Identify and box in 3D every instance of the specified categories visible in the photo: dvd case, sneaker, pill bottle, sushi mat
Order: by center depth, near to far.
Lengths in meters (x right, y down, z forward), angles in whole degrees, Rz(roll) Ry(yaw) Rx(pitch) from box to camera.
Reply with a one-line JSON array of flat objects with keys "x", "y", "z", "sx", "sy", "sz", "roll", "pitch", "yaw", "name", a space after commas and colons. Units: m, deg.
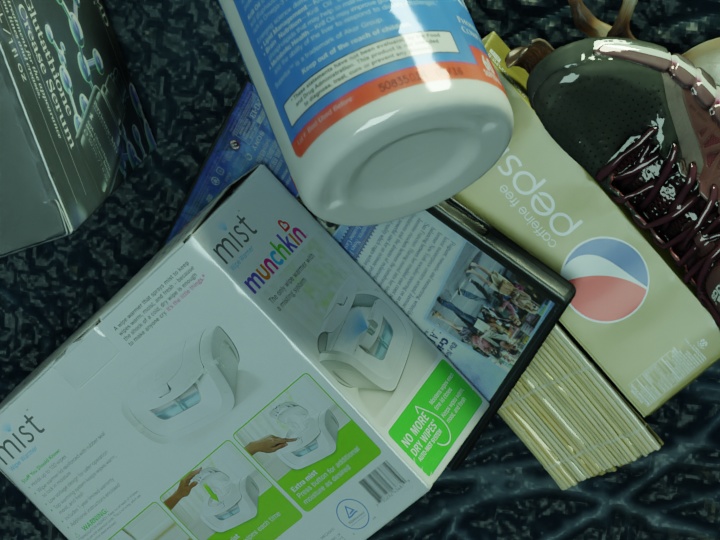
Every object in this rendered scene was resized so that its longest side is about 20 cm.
[{"x": 0.166, "y": -0.028, "z": 1.343, "sx": 0.200, "sy": 0.116, "sz": 0.076, "roll": 30, "pitch": 128, "yaw": -28, "name": "sneaker"}, {"x": -0.010, "y": -0.132, "z": 1.346, "sx": 0.112, "sy": 0.112, "sz": 0.200, "roll": -29, "pitch": 65, "yaw": 14, "name": "pill bottle"}, {"x": 0.000, "y": 0.000, "z": 1.421, "sx": 0.200, "sy": 0.018, "sz": 0.143, "roll": 36, "pitch": 131, "yaw": 6, "name": "dvd case"}, {"x": 0.068, "y": 0.031, "z": 1.434, "sx": 0.200, "sy": 0.012, "sz": 0.096, "roll": 49, "pitch": 145, "yaw": -5, "name": "sushi mat"}]

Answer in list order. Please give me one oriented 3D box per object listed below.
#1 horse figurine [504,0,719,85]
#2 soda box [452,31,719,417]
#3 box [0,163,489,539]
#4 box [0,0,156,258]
[{"x": 0.174, "y": -0.109, "z": 1.386, "sx": 0.200, "sy": 0.050, "sz": 0.133, "roll": -13, "pitch": 119, "yaw": 3, "name": "horse figurine"}, {"x": 0.107, "y": -0.024, "z": 1.414, "sx": 0.064, "sy": 0.068, "sz": 0.200, "roll": -39, "pitch": 95, "yaw": 15, "name": "soda box"}, {"x": -0.070, "y": 0.079, "z": 1.424, "sx": 0.176, "sy": 0.097, "sz": 0.200, "roll": 46, "pitch": 124, "yaw": -3, "name": "box"}, {"x": -0.193, "y": -0.092, "z": 1.373, "sx": 0.107, "sy": 0.200, "sz": 0.149, "roll": -18, "pitch": 102, "yaw": 11, "name": "box"}]
